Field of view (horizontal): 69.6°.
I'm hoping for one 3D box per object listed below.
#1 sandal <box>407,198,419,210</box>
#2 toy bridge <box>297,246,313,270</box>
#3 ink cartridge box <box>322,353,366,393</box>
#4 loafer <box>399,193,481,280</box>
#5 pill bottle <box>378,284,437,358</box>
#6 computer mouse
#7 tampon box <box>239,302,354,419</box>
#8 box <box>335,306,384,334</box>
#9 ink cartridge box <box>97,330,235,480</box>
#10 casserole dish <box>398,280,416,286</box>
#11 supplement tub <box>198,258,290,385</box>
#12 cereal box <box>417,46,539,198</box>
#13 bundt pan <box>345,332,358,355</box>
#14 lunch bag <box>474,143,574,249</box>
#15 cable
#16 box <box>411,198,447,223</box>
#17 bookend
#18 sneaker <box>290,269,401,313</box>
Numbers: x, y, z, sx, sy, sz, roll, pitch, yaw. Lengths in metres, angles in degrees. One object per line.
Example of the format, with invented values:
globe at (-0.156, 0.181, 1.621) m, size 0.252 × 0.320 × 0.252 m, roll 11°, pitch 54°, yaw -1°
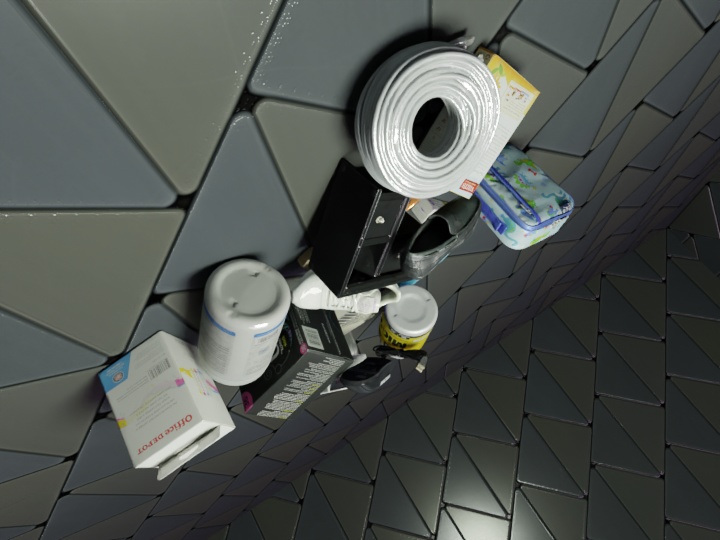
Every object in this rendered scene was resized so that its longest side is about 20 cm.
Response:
sandal at (0.140, -0.163, 0.909) m, size 0.079 × 0.059 × 0.207 m, roll -6°, pitch 143°, yaw -49°
toy bridge at (-0.028, 0.012, 0.966) m, size 0.067 × 0.027 × 0.200 m, roll -45°, pitch 132°, yaw 6°
ink cartridge box at (-0.059, 0.229, 1.131) m, size 0.115 × 0.067 × 0.200 m, roll -2°, pitch 165°, yaw -38°
loafer at (0.138, -0.067, 0.853) m, size 0.201 × 0.068 × 0.071 m, roll -45°, pitch 155°, yaw -25°
pill bottle at (0.100, 0.123, 1.160) m, size 0.114 × 0.115 × 0.200 m, roll -27°, pitch 158°, yaw -17°
computer mouse at (0.056, 0.207, 1.040) m, size 0.140 × 0.046 × 0.200 m, roll 1°, pitch -166°, yaw 27°
tampon box at (-0.139, 0.172, 1.026) m, size 0.126 × 0.150 × 0.200 m, roll 24°, pitch 119°, yaw -43°
box at (-0.020, 0.084, 1.154) m, size 0.199 × 0.069 × 0.082 m, roll -33°, pitch 158°, yaw -7°
ink cartridge box at (-0.315, 0.229, 0.864) m, size 0.128 × 0.200 × 0.125 m, roll -34°, pitch 157°, yaw -2°
casserole dish at (0.140, -0.030, 1.161) m, size 0.200 × 0.039 × 0.121 m, roll -38°, pitch 158°, yaw -18°
supplement tub at (-0.195, 0.088, 0.848) m, size 0.131 × 0.132 × 0.200 m, roll -19°, pitch 153°, yaw -33°
cereal box at (0.176, -0.218, 0.803) m, size 0.143 × 0.040 × 0.201 m, roll 12°, pitch 118°, yaw -46°
bundt pan at (-0.089, 0.233, 1.337) m, size 0.201 × 0.076 × 0.202 m, roll -29°, pitch 155°, yaw -15°
lunch bag at (0.282, -0.141, 0.965) m, size 0.160 × 0.200 × 0.083 m, roll -20°, pitch 152°, yaw -29°
cable at (0.091, -0.193, 0.686) m, size 0.199 × 0.069 × 0.201 m, roll -17°, pitch 123°, yaw -19°
box at (0.176, -0.115, 1.075) m, size 0.039 × 0.042 × 0.199 m, roll -47°, pitch 153°, yaw 25°
bookend at (0.039, -0.074, 0.851) m, size 0.199 × 0.092 × 0.200 m, roll -12°, pitch 135°, yaw -42°
sneaker at (-0.020, 0.035, 0.900) m, size 0.199 × 0.100 × 0.075 m, roll -8°, pitch 121°, yaw -25°
